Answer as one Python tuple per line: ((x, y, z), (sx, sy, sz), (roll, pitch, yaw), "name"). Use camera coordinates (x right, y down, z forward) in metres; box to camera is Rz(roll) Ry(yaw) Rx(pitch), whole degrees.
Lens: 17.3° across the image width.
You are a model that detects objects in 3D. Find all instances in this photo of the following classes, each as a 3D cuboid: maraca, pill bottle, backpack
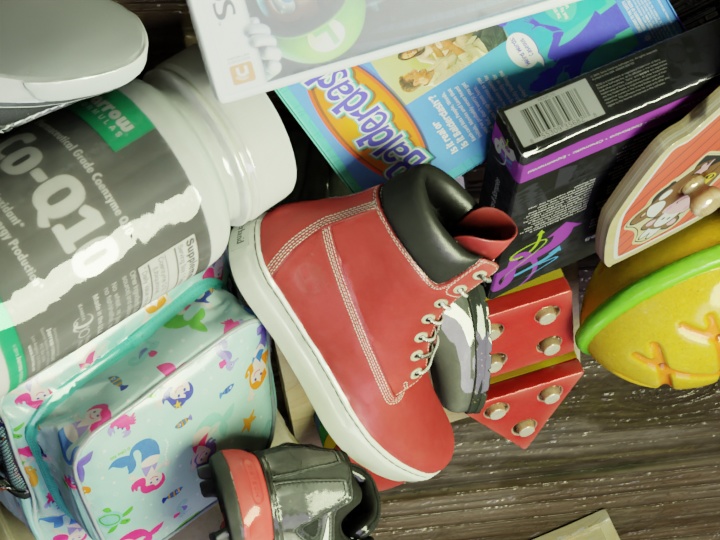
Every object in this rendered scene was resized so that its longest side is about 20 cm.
((0.220, 0.006, 1.437), (0.200, 0.107, 0.137), (-32, 162, 31), "maraca")
((-0.139, -0.029, 1.210), (0.200, 0.113, 0.113), (-34, 150, -22), "pill bottle")
((-0.138, 0.070, 1.331), (0.177, 0.151, 0.200), (-35, 152, -24), "backpack")

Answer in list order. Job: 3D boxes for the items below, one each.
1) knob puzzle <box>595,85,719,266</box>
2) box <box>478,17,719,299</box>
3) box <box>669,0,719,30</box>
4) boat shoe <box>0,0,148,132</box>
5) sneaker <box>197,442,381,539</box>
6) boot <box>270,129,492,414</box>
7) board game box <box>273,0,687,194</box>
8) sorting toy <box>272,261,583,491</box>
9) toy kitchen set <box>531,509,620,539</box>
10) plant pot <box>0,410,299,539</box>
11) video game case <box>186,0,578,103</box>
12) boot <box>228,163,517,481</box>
((0.210, -0.062, 1.307), (0.220, 0.030, 0.220), (-33, 163, -11), "knob puzzle")
((0.135, -0.059, 1.312), (0.143, 0.036, 0.200), (-23, 159, -12), "box")
((0.265, -0.155, 1.344), (0.200, 0.050, 0.158), (-27, 145, 9), "box")
((-0.205, -0.090, 1.173), (0.200, 0.072, 0.068), (-10, 142, -11), "boat shoe")
((-0.036, 0.151, 1.328), (0.098, 0.071, 0.200), (-13, 154, -8), "sneaker")
((0.000, 0.000, 1.362), (0.130, 0.068, 0.200), (-14, 111, -8), "boot")
((0.052, -0.131, 1.237), (0.200, 0.045, 0.152), (-31, 131, 7), "board game box")
((0.052, 0.061, 1.508), (0.200, 0.070, 0.199), (-17, 145, -6), "sorting toy")
((0.143, 0.324, 1.828), (0.200, 0.163, 0.180), (-23, 145, 5), "toy kitchen set")
((-0.111, 0.165, 1.482), (0.183, 0.201, 0.201), (-32, 145, -3), "plant pot")
((0.003, -0.185, 1.138), (0.200, 0.023, 0.182), (-17, 126, -2), "video game case")
((0.037, 0.031, 1.284), (0.144, 0.072, 0.200), (-17, 127, 24), "boot")
